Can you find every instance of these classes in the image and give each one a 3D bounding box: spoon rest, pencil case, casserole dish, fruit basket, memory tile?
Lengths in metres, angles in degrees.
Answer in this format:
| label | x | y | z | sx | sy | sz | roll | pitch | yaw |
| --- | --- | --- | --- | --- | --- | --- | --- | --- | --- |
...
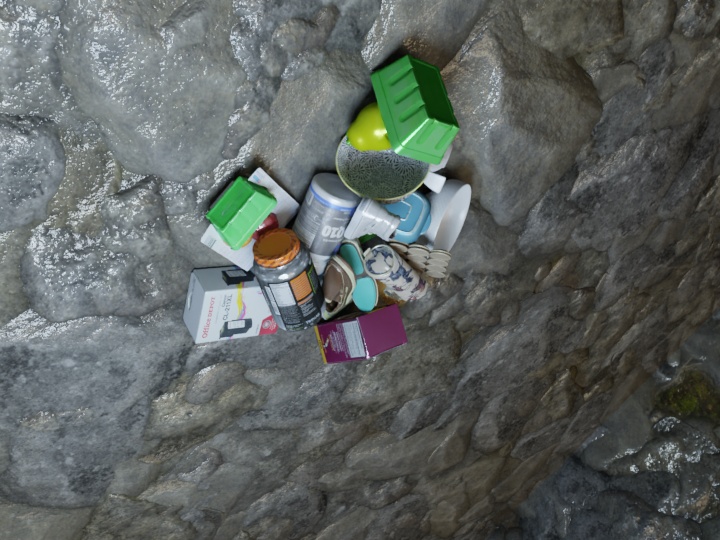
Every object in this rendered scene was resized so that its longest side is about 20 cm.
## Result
| label | x | y | z | sx | sy | sz | roll | pitch | yaw |
| --- | --- | --- | --- | --- | --- | --- | --- | --- | --- |
| spoon rest | 0.162 | -0.240 | 1.625 | 0.060 | 0.201 | 0.100 | 21 | 124 | -3 |
| pencil case | 0.079 | 0.006 | 1.703 | 0.078 | 0.089 | 0.200 | -61 | 146 | -4 |
| casserole dish | 0.062 | -0.142 | 1.625 | 0.039 | 0.198 | 0.122 | 75 | 40 | -83 |
| fruit basket | -0.224 | -0.102 | 1.529 | 0.186 | 0.094 | 0.200 | -50 | 158 | 0 |
| memory tile | 0.130 | -0.027 | 1.730 | 0.151 | 0.017 | 0.200 | 11 | 165 | 4 |
| fruit basket | 0.075 | -0.300 | 1.494 | 0.154 | 0.216 | 0.217 | 7 | 122 | -39 |

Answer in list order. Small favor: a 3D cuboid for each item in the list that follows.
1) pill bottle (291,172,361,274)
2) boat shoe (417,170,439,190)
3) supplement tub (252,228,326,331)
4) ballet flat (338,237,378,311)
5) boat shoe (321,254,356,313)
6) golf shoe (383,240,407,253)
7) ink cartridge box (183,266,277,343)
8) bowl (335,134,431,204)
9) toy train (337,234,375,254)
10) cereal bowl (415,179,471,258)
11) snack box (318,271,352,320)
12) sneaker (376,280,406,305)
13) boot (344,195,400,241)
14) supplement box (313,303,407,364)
| label | x | y | z | sx | sy | sz | roll | pitch | yaw |
| --- | --- | --- | --- | --- | --- | --- | --- | --- | --- |
| pill bottle | -0.084 | -0.097 | 1.601 | 0.113 | 0.114 | 0.201 | 1 | 128 | -36 |
| boat shoe | 0.101 | -0.184 | 1.699 | 0.198 | 0.068 | 0.072 | -24 | 136 | -19 |
| supplement tub | -0.149 | 0.019 | 1.538 | 0.122 | 0.123 | 0.202 | -27 | 133 | -13 |
| ballet flat | 0.000 | 0.000 | 1.701 | 0.066 | 0.063 | 0.202 | -7 | 123 | 13 |
| boat shoe | -0.055 | 0.040 | 1.635 | 0.075 | 0.075 | 0.203 | -44 | 160 | -19 |
| golf shoe | 0.099 | -0.092 | 1.749 | 0.092 | 0.075 | 0.200 | -54 | 167 | -9 |
| ink cartridge box | -0.274 | 0.071 | 1.639 | 0.198 | 0.083 | 0.147 | -6 | 130 | -33 |
| bowl | 0.049 | -0.208 | 1.560 | 0.199 | 0.202 | 0.095 | -27 | 154 | -12 |
| toy train | -0.025 | -0.067 | 1.732 | 0.198 | 0.042 | 0.057 | -29 | 148 | -12 |
| cereal bowl | 0.184 | -0.127 | 1.771 | 0.200 | 0.083 | 0.202 | -50 | 154 | -35 |
| snack box | -0.073 | 0.042 | 1.764 | 0.116 | 0.037 | 0.200 | -37 | 152 | -2 |
| sneaker | 0.041 | 0.018 | 1.824 | 0.075 | 0.088 | 0.199 | -33 | 140 | 21 |
| boot | 0.027 | -0.087 | 1.526 | 0.074 | 0.095 | 0.200 | -60 | -179 | -10 |
| supplement box | -0.003 | 0.155 | 1.807 | 0.130 | 0.199 | 0.105 | -16 | 90 | -37 |
